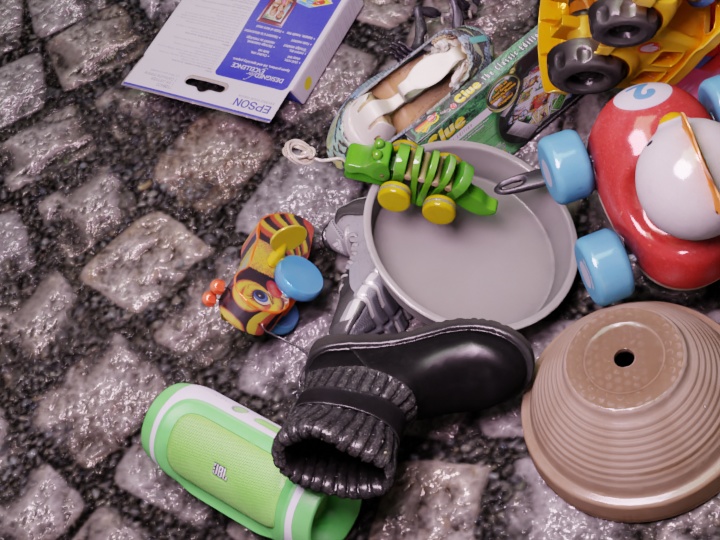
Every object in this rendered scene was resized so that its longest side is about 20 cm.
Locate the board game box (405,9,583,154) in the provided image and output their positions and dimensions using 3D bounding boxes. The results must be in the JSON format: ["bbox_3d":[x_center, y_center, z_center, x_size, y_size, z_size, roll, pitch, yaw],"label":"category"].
[{"bbox_3d":[0.135,-0.153,1.588,0.199,0.105,0.023,-39,53,-11],"label":"board game box"}]

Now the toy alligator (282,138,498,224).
[{"bbox_3d":[0.030,-0.092,1.472,0.198,0.054,0.060,17,56,-3],"label":"toy alligator"}]

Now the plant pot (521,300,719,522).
[{"bbox_3d":[0.223,0.096,1.381,0.198,0.093,0.203,-11,51,13],"label":"plant pot"}]

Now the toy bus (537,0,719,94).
[{"bbox_3d":[0.268,-0.233,1.473,0.190,0.200,0.137,9,68,-14],"label":"toy bus"}]

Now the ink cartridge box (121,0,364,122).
[{"bbox_3d":[-0.123,-0.241,1.790,0.196,0.047,0.201,17,64,28],"label":"ink cartridge box"}]

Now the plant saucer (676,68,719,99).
[{"bbox_3d":[0.351,-0.124,1.523,0.198,0.051,0.202,-11,52,14],"label":"plant saucer"}]

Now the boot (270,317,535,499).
[{"bbox_3d":[0.038,0.115,1.381,0.208,0.080,0.158,-7,25,11],"label":"boot"}]

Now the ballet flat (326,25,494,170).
[{"bbox_3d":[0.036,-0.164,1.585,0.200,0.074,0.075,-39,47,20],"label":"ballet flat"}]

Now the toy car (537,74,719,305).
[{"bbox_3d":[0.258,-0.085,1.350,0.182,0.200,0.179,-19,78,-3],"label":"toy car"}]

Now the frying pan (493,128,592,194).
[{"bbox_3d":[0.225,-0.085,1.490,0.189,0.031,0.115,-35,53,0],"label":"frying pan"}]

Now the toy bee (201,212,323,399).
[{"bbox_3d":[-0.089,0.012,1.533,0.132,0.108,0.200,-62,24,18],"label":"toy bee"}]

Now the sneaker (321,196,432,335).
[{"bbox_3d":[0.000,0.000,1.555,0.115,0.075,0.201,13,50,33],"label":"sneaker"}]

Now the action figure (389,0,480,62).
[{"bbox_3d":[0.094,-0.299,1.715,0.118,0.102,0.202,-6,54,31],"label":"action figure"}]

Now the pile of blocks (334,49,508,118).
[{"bbox_3d":[0.076,-0.157,1.653,0.198,0.082,0.063,-19,93,19],"label":"pile of blocks"}]

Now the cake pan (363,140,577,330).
[{"bbox_3d":[0.096,-0.024,1.501,0.198,0.037,0.202,6,58,-10],"label":"cake pan"}]

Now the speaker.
[{"bbox_3d":[-0.096,0.169,1.450,0.199,0.089,0.089,24,66,33],"label":"speaker"}]
